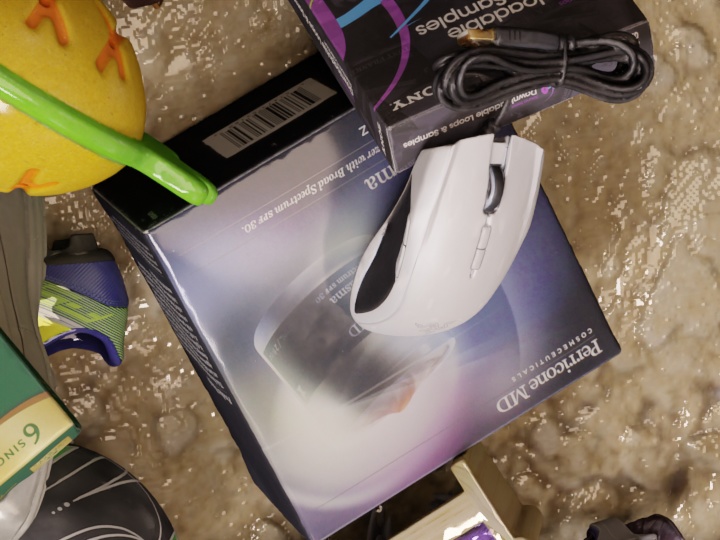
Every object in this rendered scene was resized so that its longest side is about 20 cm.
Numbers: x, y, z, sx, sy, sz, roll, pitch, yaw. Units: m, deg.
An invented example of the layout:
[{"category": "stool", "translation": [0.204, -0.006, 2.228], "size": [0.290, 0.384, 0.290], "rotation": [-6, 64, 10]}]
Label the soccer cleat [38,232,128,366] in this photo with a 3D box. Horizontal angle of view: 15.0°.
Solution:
[{"category": "soccer cleat", "translation": [-0.214, 0.037, 1.404], "size": [0.199, 0.065, 0.084], "rotation": [-12, 90, -18]}]

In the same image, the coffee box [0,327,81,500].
[{"category": "coffee box", "translation": [-0.235, 0.035, 1.257], "size": [0.123, 0.044, 0.200], "rotation": [-38, 85, -7]}]

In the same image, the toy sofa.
[{"category": "toy sofa", "translation": [0.007, 0.183, 1.467], "size": [0.199, 0.083, 0.098], "rotation": [-33, 91, 10]}]

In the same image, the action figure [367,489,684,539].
[{"category": "action figure", "translation": [0.079, 0.181, 1.540], "size": [0.199, 0.069, 0.131], "rotation": [-8, 114, -13]}]

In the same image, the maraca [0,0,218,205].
[{"category": "maraca", "translation": [-0.150, -0.084, 1.296], "size": [0.200, 0.137, 0.107], "rotation": [30, 98, -37]}]

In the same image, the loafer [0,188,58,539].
[{"category": "loafer", "translation": [-0.189, 0.039, 1.327], "size": [0.069, 0.201, 0.070], "rotation": [12, 143, -31]}]

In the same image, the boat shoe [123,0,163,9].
[{"category": "boat shoe", "translation": [-0.108, -0.168, 1.363], "size": [0.199, 0.072, 0.073], "rotation": [-7, 72, -20]}]

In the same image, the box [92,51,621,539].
[{"category": "box", "translation": [0.000, 0.000, 1.442], "size": [0.199, 0.123, 0.199], "rotation": [-32, 112, -9]}]

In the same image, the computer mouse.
[{"category": "computer mouse", "translation": [0.058, -0.032, 1.317], "size": [0.109, 0.044, 0.201], "rotation": [-1, 133, -31]}]

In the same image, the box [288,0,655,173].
[{"category": "box", "translation": [0.042, -0.146, 1.379], "size": [0.142, 0.200, 0.036], "rotation": [-23, 138, -8]}]

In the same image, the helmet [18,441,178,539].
[{"category": "helmet", "translation": [-0.182, 0.177, 1.395], "size": [0.190, 0.200, 0.201], "rotation": [-11, 107, 2]}]
